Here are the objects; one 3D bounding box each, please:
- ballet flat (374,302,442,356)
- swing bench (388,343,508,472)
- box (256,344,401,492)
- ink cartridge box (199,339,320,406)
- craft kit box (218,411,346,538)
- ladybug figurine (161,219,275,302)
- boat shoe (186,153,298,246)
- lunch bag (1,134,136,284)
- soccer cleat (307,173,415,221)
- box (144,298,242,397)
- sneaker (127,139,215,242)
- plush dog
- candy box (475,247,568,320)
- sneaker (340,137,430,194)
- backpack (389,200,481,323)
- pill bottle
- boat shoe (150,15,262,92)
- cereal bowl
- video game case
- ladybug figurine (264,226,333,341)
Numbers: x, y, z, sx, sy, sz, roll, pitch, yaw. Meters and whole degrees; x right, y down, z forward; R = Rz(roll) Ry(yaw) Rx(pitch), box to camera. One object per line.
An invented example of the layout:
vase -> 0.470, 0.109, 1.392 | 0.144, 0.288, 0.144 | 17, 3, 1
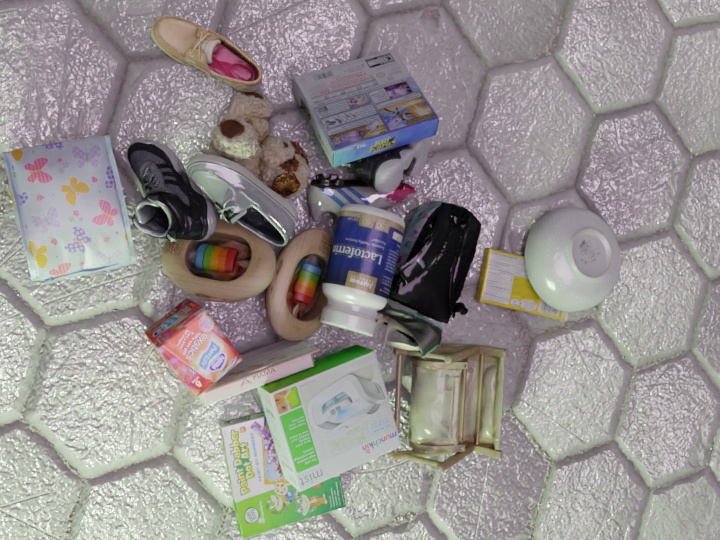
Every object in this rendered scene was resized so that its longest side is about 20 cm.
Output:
ballet flat -> 0.048, 0.087, 1.505 | 0.069, 0.198, 0.068 | -55, 150, -15
swing bench -> 0.161, 0.239, 1.567 | 0.198, 0.128, 0.203 | 2, 92, -49
box -> -0.054, 0.246, 1.476 | 0.197, 0.096, 0.180 | -19, 98, -20
ink cartridge box -> -0.171, 0.169, 1.433 | 0.197, 0.176, 0.045 | -19, 100, -16
craft kit box -> -0.136, 0.342, 1.528 | 0.194, 0.048, 0.204 | -12, 97, -15
ladybug figurine -> -0.230, -0.012, 1.423 | 0.196, 0.072, 0.138 | 13, 73, 12
boat shoe -> -0.185, -0.106, 1.350 | 0.199, 0.070, 0.072 | 32, 48, -23
lunch bag -> -0.450, -0.091, 1.352 | 0.167, 0.127, 0.204 | -14, 87, -17
soccer cleat -> 0.000, -0.122, 1.537 | 0.196, 0.070, 0.088 | 1, 112, -18
box -> -0.270, 0.119, 1.384 | 0.094, 0.200, 0.103 | -39, 105, -14
sneaker -> -0.317, -0.124, 1.346 | 0.200, 0.113, 0.076 | 49, 119, 11
plush dog -> -0.164, -0.177, 1.434 | 0.170, 0.201, 0.162 | 25, 119, -9
candy box -> 0.319, 0.028, 1.667 | 0.197, 0.026, 0.104 | 13, 85, -19
sneaker -> 0.043, -0.206, 1.519 | 0.112, 0.200, 0.076 | 25, 125, 18
backpack -> 0.126, -0.027, 1.547 | 0.165, 0.126, 0.203 | 25, 85, -30
pill bottle -> 0.000, 0.000, 1.453 | 0.114, 0.115, 0.204 | 15, 84, -19
boat shoe -> -0.247, -0.361, 1.429 | 0.197, 0.069, 0.075 | 24, 86, -18
cereal bowl -> 0.415, -0.025, 1.647 | 0.197, 0.083, 0.204 | 3, 82, -21
video game case -> 0.007, -0.279, 1.479 | 0.197, 0.046, 0.183 | -19, 58, -16
ladybug figurine -> -0.103, 0.020, 1.492 | 0.135, 0.071, 0.203 | 29, 78, -35
